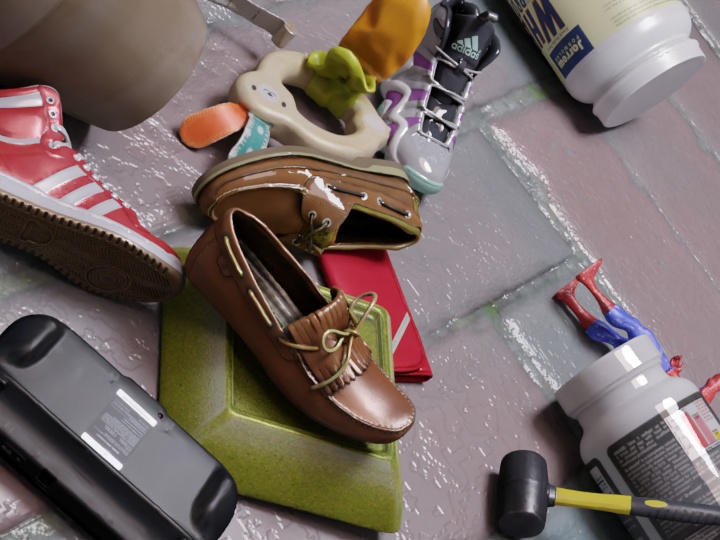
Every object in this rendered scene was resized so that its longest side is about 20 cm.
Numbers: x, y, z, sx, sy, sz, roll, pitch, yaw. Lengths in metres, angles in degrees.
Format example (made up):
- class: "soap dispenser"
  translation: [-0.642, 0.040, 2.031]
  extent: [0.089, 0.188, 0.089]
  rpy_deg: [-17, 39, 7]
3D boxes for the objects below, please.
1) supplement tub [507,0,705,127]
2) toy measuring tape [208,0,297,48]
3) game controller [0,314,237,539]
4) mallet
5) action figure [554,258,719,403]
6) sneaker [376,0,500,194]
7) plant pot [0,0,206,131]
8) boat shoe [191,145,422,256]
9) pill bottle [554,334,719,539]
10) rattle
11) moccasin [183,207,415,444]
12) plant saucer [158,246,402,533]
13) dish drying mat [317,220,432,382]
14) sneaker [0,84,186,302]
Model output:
- class: "supplement tub"
  translation: [0.244, -0.261, 1.836]
  extent: [0.145, 0.145, 0.200]
  rpy_deg: [-18, 71, -50]
- class: "toy measuring tape"
  translation: [-0.143, -0.225, 1.497]
  extent: [0.200, 0.074, 0.074]
  rpy_deg: [30, 41, -21]
- class: "game controller"
  translation: [-0.170, 0.117, 1.197]
  extent: [0.200, 0.042, 0.104]
  rpy_deg: [43, 40, -7]
- class: "mallet"
  translation: [0.204, 0.192, 1.424]
  extent: [0.199, 0.041, 0.066]
  rpy_deg: [12, 49, 7]
- class: "action figure"
  translation: [0.277, 0.070, 1.641]
  extent: [0.099, 0.065, 0.200]
  rpy_deg: [-33, 83, -35]
- class: "sneaker"
  translation: [0.078, -0.174, 1.604]
  extent: [0.078, 0.140, 0.200]
  rpy_deg: [23, 44, -29]
- class: "plant pot"
  translation: [-0.211, -0.199, 1.332]
  extent: [0.173, 0.200, 0.200]
  rpy_deg: [41, 36, -35]
- class: "boat shoe"
  translation: [-0.035, -0.051, 1.433]
  extent: [0.200, 0.072, 0.068]
  rpy_deg: [-3, 57, -32]
- class: "pill bottle"
  translation: [0.255, 0.161, 1.507]
  extent: [0.116, 0.116, 0.200]
  rpy_deg: [-18, 72, -50]
- class: "rattle"
  translation: [-0.038, -0.155, 1.482]
  extent: [0.200, 0.143, 0.130]
  rpy_deg: [-3, 68, -49]
- class: "moccasin"
  translation: [-0.034, 0.039, 1.277]
  extent: [0.201, 0.078, 0.074]
  rpy_deg: [51, 41, 6]
- class: "plant saucer"
  translation: [-0.048, 0.076, 1.331]
  extent: [0.200, 0.048, 0.200]
  rpy_deg: [18, 47, -25]
- class: "dish drying mat"
  translation: [0.000, 0.000, 1.481]
  extent: [0.077, 0.018, 0.200]
  rpy_deg: [3, 57, -40]
- class: "sneaker"
  translation: [-0.207, -0.059, 1.291]
  extent: [0.200, 0.071, 0.113]
  rpy_deg: [27, 46, -22]
